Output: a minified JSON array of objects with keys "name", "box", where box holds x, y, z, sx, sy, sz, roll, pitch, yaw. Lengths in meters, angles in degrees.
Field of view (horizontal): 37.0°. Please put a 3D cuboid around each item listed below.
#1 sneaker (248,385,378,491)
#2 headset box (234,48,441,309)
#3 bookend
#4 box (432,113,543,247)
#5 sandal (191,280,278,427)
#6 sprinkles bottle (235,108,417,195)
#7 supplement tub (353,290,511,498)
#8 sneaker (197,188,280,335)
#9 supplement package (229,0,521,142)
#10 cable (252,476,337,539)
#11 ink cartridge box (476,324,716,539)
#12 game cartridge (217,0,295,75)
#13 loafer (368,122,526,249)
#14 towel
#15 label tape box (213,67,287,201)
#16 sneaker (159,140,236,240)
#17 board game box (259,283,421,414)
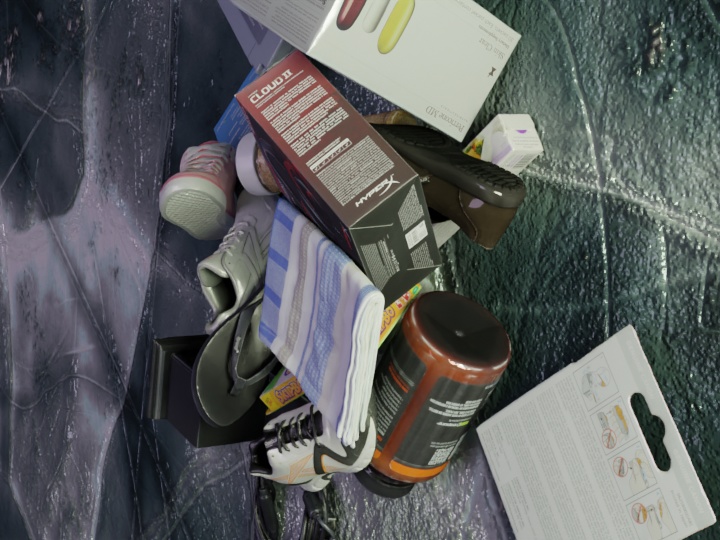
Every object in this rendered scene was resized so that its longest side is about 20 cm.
[{"name":"sneaker","box":[-0.046,0.160,1.011,0.200,0.079,0.075,131,142,-50]},{"name":"headset box","box":[-0.023,-0.084,0.946,0.200,0.075,0.149,50,171,29]},{"name":"bookend","box":[-0.102,0.142,1.168,0.198,0.197,0.094,27,114,53]},{"name":"box","box":[0.093,-0.074,1.005,0.200,0.041,0.039,-46,56,48]},{"name":"sandal","box":[-0.103,0.065,1.089,0.202,0.076,0.043,-57,22,-19]},{"name":"sprinkles bottle","box":[-0.035,-0.120,1.109,0.197,0.068,0.070,-4,88,33]},{"name":"supplement tub","box":[0.056,0.124,1.012,0.108,0.105,0.202,57,135,37]},{"name":"sneaker","box":[-0.127,-0.011,1.154,0.077,0.098,0.203,-29,52,40]},{"name":"supplement package","box":[0.013,-0.224,0.956,0.156,0.198,0.112,42,106,47]},{"name":"cable","box":[-0.094,0.305,1.295,0.165,0.050,0.201,61,139,34]},{"name":"ink cartridge box","box":[0.192,0.162,0.872,0.200,0.056,0.165,-41,58,40]},{"name":"game cartridge","box":[-0.105,-0.322,1.211,0.134,0.040,0.202,-56,46,35]},{"name":"loafer","box":[0.060,-0.077,0.953,0.199,0.072,0.073,37,121,47]},{"name":"towel","box":[-0.041,0.041,0.947,0.200,0.023,0.149,45,132,50]},{"name":"label tape box","box":[-0.094,-0.125,1.260,0.144,0.062,0.203,-45,58,47]},{"name":"sneaker","box":[-0.182,-0.105,1.214,0.200,0.074,0.107,72,-166,-79]},{"name":"board game box","box":[-0.026,0.074,1.038,0.030,0.096,0.200,44,138,-6]}]
